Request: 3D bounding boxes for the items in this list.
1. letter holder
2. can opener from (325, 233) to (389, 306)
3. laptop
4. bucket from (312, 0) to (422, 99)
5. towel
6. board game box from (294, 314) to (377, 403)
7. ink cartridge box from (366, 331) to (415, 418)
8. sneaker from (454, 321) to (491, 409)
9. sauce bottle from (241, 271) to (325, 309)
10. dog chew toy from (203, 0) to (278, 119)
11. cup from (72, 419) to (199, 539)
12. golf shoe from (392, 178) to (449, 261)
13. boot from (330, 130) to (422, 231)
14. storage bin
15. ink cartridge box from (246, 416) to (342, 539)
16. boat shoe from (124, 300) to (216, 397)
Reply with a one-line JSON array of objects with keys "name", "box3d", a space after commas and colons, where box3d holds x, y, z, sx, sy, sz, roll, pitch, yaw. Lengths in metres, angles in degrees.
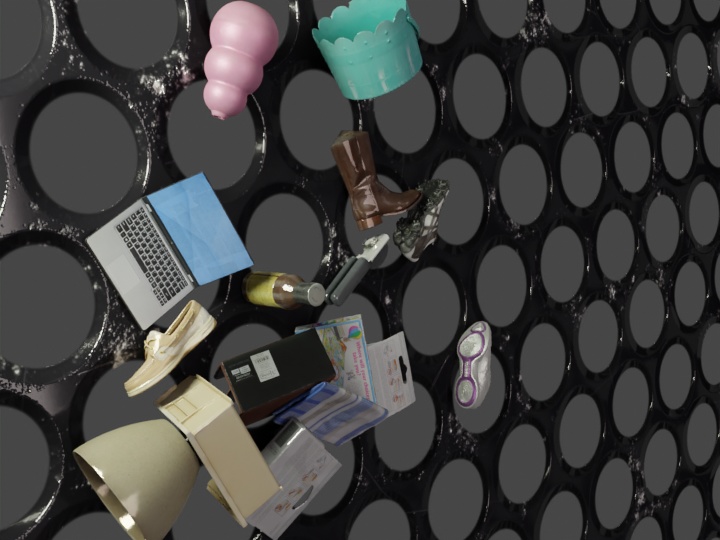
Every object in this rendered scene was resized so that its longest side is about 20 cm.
[{"name": "letter holder", "box3d": [-0.167, 0.207, 1.667, 0.197, 0.142, 0.102, -19, 72, -30]}, {"name": "can opener", "box3d": [0.000, 0.000, 1.832, 0.200, 0.052, 0.067, -49, 121, -28]}, {"name": "laptop", "box3d": [-0.318, -0.030, 1.513, 0.200, 0.115, 0.189, -43, 117, -31]}, {"name": "bucket", "box3d": [0.020, -0.437, 1.744, 0.207, 0.205, 0.136, -47, 129, -29]}, {"name": "towel", "box3d": [-0.054, 0.275, 1.701, 0.199, 0.146, 0.024, 31, 34, -43]}, {"name": "board game box", "box3d": [-0.045, 0.199, 1.761, 0.132, 0.034, 0.204, -10, 101, 2]}, {"name": "ink cartridge box", "box3d": [0.023, 0.231, 1.868, 0.198, 0.047, 0.163, -21, 104, -41]}, {"name": "sneaker", "box3d": [0.265, 0.220, 2.073, 0.099, 0.074, 0.204, 26, 74, -57]}, {"name": "sauce bottle", "box3d": [-0.139, 0.037, 1.616, 0.064, 0.198, 0.066, -4, 96, -39]}, {"name": "dog chew toy", "box3d": [-0.220, -0.367, 1.590, 0.123, 0.124, 0.204, 19, 87, -39]}, {"name": "cup", "box3d": [-0.343, 0.324, 1.439, 0.143, 0.199, 0.203, -38, 115, -28]}, {"name": "golf shoe", "box3d": [0.138, -0.110, 1.947, 0.201, 0.077, 0.095, -55, 140, -23]}, {"name": "boot", "box3d": [0.034, -0.208, 1.853, 0.185, 0.064, 0.203, -29, 105, -35]}, {"name": "storage bin", "box3d": [-0.247, 0.299, 1.535, 0.093, 0.198, 0.202, -35, 114, -21]}, {"name": "ink cartridge box", "box3d": [-0.144, 0.394, 1.690, 0.200, 0.043, 0.174, -47, 140, -9]}, {"name": "boat shoe", "box3d": [-0.337, 0.130, 1.538, 0.200, 0.073, 0.070, -46, 107, -31]}]
